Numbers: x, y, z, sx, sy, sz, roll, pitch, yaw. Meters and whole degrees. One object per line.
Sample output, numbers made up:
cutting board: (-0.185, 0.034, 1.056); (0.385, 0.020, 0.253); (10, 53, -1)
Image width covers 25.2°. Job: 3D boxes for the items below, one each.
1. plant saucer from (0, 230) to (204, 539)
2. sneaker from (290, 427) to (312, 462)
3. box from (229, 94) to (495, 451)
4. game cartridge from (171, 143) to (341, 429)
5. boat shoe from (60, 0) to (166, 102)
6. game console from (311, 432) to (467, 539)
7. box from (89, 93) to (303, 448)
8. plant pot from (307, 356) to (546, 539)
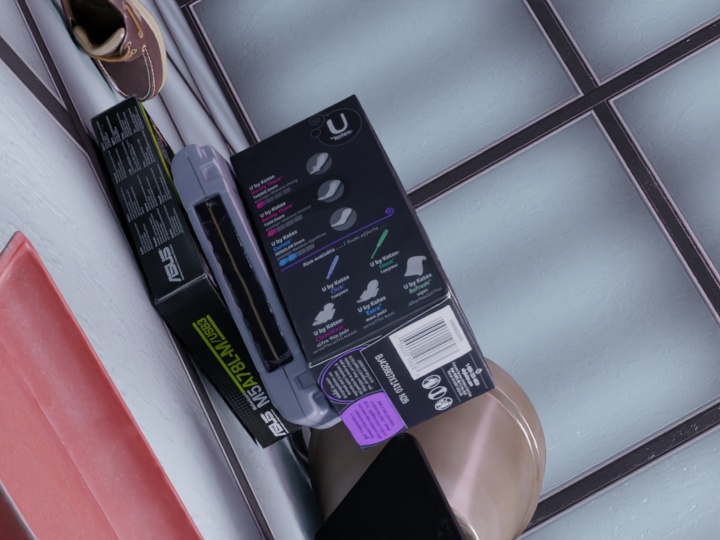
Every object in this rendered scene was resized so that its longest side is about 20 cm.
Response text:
plant saucer: (-0.087, 0.098, 0.529); (0.201, 0.036, 0.200); (62, 1, -13)
sneaker: (-0.035, 0.128, 1.470); (0.201, 0.075, 0.116); (-101, 171, -48)
box: (0.000, 0.000, 1.113); (0.201, 0.105, 0.123); (66, 3, 39)
game cartridge: (-0.068, 0.016, 1.123); (0.202, 0.041, 0.133); (65, 7, 10)
boat shoe: (-0.220, -0.208, 1.372); (0.201, 0.071, 0.073); (76, 20, -49)
game console: (0.041, 0.235, 0.964); (0.177, 0.115, 0.201); (60, 3, -47)
box: (-0.117, 0.002, 1.178); (0.194, 0.047, 0.201); (57, 6, -49)
plant pot: (0.046, 0.183, 1.271); (0.201, 0.198, 0.174); (61, 17, -18)
